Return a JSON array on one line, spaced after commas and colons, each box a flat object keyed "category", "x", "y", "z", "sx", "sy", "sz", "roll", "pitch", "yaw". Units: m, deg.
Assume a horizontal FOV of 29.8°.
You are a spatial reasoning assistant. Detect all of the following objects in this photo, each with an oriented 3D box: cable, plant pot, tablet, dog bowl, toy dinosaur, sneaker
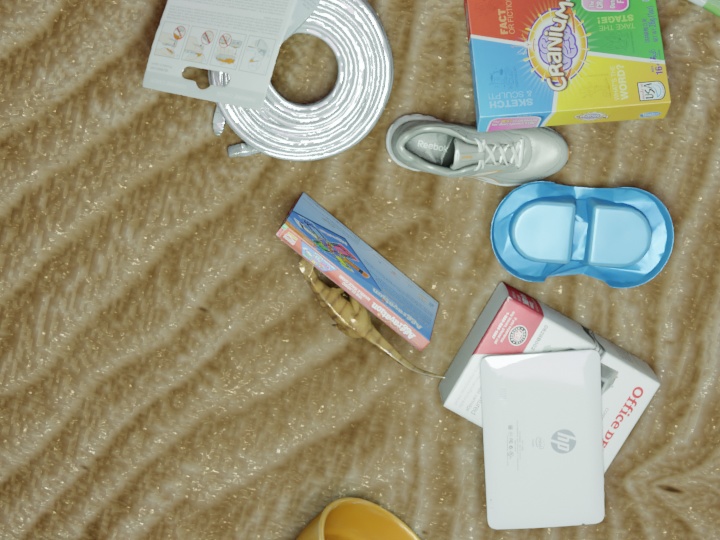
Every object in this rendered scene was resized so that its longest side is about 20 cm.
[{"category": "cable", "x": -0.064, "y": -0.216, "z": 1.443, "sx": 0.199, "sy": 0.069, "sz": 0.201, "roll": -1, "pitch": 101, "yaw": 0}, {"category": "plant pot", "x": -0.026, "y": 0.388, "z": 1.513, "sx": 0.200, "sy": 0.200, "sz": 0.183, "roll": 42, "pitch": 114, "yaw": -8}, {"category": "tablet", "x": 0.199, "y": 0.185, "z": 1.469, "sx": 0.130, "sy": 0.014, "sz": 0.201, "roll": -4, "pitch": 104, "yaw": 1}, {"category": "dog bowl", "x": 0.241, "y": -0.043, "z": 1.490, "sx": 0.199, "sy": 0.050, "sz": 0.112, "roll": 4, "pitch": 101, "yaw": -2}, {"category": "toy dinosaur", "x": -0.002, "y": 0.059, "z": 1.479, "sx": 0.200, "sy": 0.106, "sz": 0.060, "roll": 41, "pitch": 98, "yaw": -8}, {"category": "sneaker", "x": 0.127, "y": -0.124, "z": 1.451, "sx": 0.199, "sy": 0.092, "sz": 0.076, "roll": 2, "pitch": 103, "yaw": -1}]

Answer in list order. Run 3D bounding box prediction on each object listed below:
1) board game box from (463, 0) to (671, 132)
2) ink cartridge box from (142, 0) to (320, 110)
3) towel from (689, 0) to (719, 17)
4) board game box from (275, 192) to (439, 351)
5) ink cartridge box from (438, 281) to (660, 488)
[{"category": "board game box", "x": 0.215, "y": -0.229, "z": 1.424, "sx": 0.199, "sy": 0.040, "sz": 0.153, "roll": -5, "pitch": 73, "yaw": 0}, {"category": "ink cartridge box", "x": -0.123, "y": -0.264, "z": 1.381, "sx": 0.160, "sy": 0.047, "sz": 0.201, "roll": 15, "pitch": 85, "yaw": 30}, {"category": "towel", "x": 0.339, "y": -0.369, "z": 1.425, "sx": 0.200, "sy": 0.031, "sz": 0.149, "roll": 29, "pitch": 87, "yaw": -8}, {"category": "board game box", "x": 0.000, "y": 0.000, "z": 1.469, "sx": 0.200, "sy": 0.103, "sz": 0.019, "roll": 39, "pitch": 112, "yaw": -7}, {"category": "ink cartridge box", "x": 0.209, "y": 0.128, "z": 1.506, "sx": 0.200, "sy": 0.083, "sz": 0.147, "roll": 29, "pitch": 100, "yaw": -6}]
